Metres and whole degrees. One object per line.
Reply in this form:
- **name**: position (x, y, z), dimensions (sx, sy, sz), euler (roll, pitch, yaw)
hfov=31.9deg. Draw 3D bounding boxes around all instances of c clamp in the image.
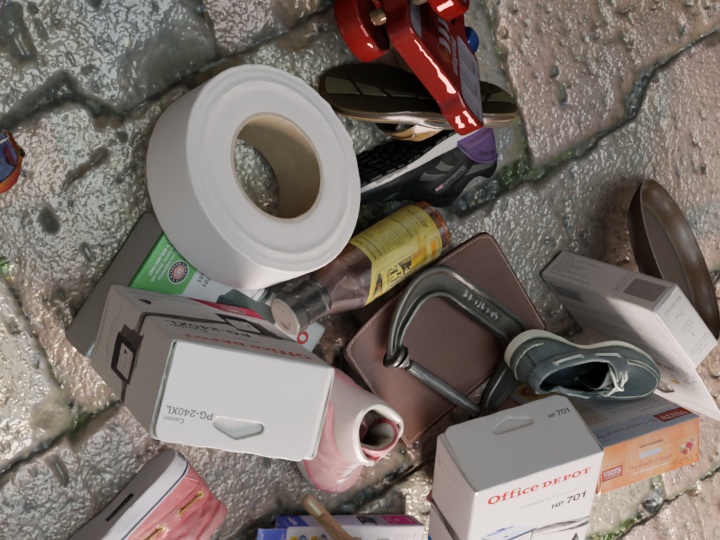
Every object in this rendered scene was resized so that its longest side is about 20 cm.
- **c clamp**: position (0.095, 0.099, 1.263), dimensions (0.200, 0.027, 0.171), euler (42, 81, -26)

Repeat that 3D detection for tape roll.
- **tape roll**: position (-0.095, -0.087, 1.170), dimensions (0.202, 0.071, 0.203), euler (15, 67, -37)

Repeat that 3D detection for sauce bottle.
- **sauce bottle**: position (0.000, 0.000, 1.226), dimensions (0.200, 0.066, 0.066), euler (-33, 114, -30)

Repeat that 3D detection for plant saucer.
- **plant saucer**: position (0.350, -0.007, 1.421), dimensions (0.032, 0.200, 0.200), euler (-23, 119, 27)

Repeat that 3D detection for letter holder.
- **letter holder**: position (0.067, 0.058, 1.315), dimensions (0.200, 0.101, 0.142), euler (-39, 113, -15)

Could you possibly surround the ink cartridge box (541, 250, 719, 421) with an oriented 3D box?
- **ink cartridge box**: position (0.309, 0.069, 1.380), dimensions (0.045, 0.200, 0.176), euler (-45, 117, -11)

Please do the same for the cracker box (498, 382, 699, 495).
- **cracker box**: position (0.253, 0.166, 1.372), dimensions (0.134, 0.200, 0.058), euler (-13, 109, -23)

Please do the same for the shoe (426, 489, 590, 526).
- **shoe**: position (0.166, 0.270, 1.421), dimensions (0.200, 0.071, 0.091), euler (36, 89, -26)

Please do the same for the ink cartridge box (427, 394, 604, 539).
- **ink cartridge box**: position (0.152, 0.238, 1.275), dimensions (0.146, 0.086, 0.200), euler (-14, 135, -17)

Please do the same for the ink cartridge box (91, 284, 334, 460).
- **ink cartridge box**: position (-0.129, 0.083, 1.067), dimensions (0.145, 0.200, 0.084), euler (12, 96, -28)

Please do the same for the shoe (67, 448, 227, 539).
- **shoe**: position (-0.223, 0.276, 1.229), dimensions (0.200, 0.071, 0.091), euler (-45, 111, -16)

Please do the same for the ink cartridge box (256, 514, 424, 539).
- **ink cartridge box**: position (-0.033, 0.324, 1.354), dimensions (0.200, 0.042, 0.120), euler (5, 101, -29)

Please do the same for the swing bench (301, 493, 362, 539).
- **swing bench**: position (-0.046, 0.374, 1.265), dimensions (0.199, 0.130, 0.200), euler (-43, 118, -11)

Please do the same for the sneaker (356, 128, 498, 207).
- **sneaker**: position (0.062, -0.092, 1.296), dimensions (0.200, 0.076, 0.088), euler (-28, 118, -19)

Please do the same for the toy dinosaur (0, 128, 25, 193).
- **toy dinosaur**: position (-0.387, -0.119, 1.082), dimensions (0.200, 0.105, 0.182), euler (-23, 131, 19)

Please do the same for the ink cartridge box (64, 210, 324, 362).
- **ink cartridge box**: position (-0.156, 0.060, 1.210), dimensions (0.200, 0.083, 0.147), euler (34, 85, -29)

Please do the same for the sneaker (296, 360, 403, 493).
- **sneaker**: position (-0.008, 0.177, 1.261), dimensions (0.075, 0.105, 0.200), euler (-47, 146, -28)

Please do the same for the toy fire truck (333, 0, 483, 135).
- **toy fire truck**: position (0.064, -0.243, 1.214), dimensions (0.112, 0.200, 0.168), euler (-24, 130, 21)

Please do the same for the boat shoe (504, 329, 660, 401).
- **boat shoe**: position (0.239, 0.112, 1.297), dimensions (0.200, 0.062, 0.073), euler (14, 116, -32)

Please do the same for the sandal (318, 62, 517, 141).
- **sandal**: position (0.056, -0.161, 1.263), dimensions (0.200, 0.082, 0.055), euler (3, 135, -12)
